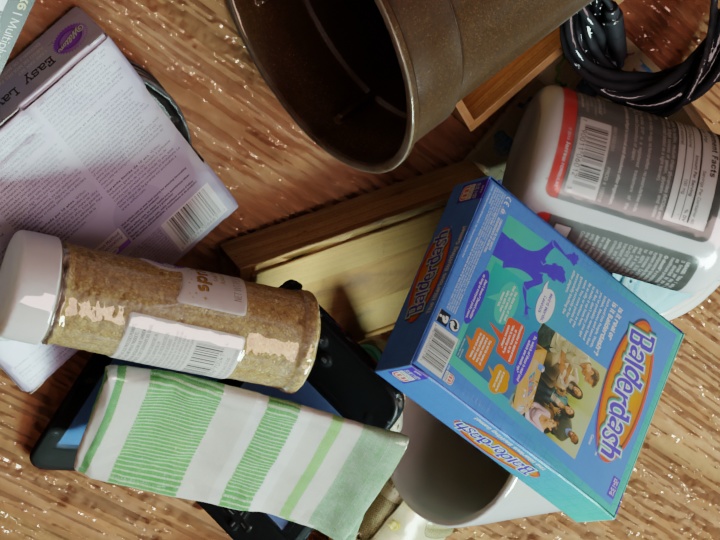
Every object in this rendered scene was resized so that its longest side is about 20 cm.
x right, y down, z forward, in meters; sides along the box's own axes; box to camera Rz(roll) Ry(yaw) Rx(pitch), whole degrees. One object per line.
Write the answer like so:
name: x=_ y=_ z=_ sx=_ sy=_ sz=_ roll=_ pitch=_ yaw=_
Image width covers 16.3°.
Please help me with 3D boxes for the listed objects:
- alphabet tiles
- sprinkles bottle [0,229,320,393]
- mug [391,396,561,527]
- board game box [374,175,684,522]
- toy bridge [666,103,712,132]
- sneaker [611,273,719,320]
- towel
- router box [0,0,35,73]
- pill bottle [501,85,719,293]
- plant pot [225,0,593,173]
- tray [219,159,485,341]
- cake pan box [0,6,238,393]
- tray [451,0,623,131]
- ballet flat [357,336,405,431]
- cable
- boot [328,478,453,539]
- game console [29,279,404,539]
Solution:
alphabet tiles: x=0.150 y=-0.078 z=1.859 sx=0.200 sy=0.006 sz=0.166 roll=-50 pitch=135 yaw=4
sprinkles bottle: x=-0.127 y=0.027 z=1.575 sx=0.199 sy=0.068 sz=0.069 roll=12 pitch=114 yaw=-18
mug: x=0.131 y=0.105 z=1.822 sx=0.152 sy=0.150 sz=0.186 roll=8 pitch=145 yaw=-42
board game box: x=0.118 y=0.055 z=1.708 sx=0.200 sy=0.045 sz=0.153 roll=38 pitch=62 yaw=-25
toy bridge: x=0.241 y=-0.109 z=1.849 sx=0.027 sy=0.067 sz=0.200 roll=21 pitch=120 yaw=-43
sneaker: x=0.211 y=0.000 z=1.898 sx=0.200 sy=0.074 sz=0.082 roll=-37 pitch=154 yaw=-9
towel: x=-0.082 y=0.121 z=1.651 sx=0.199 sy=0.024 sz=0.153 roll=16 pitch=147 yaw=-7
router box: x=-0.267 y=-0.174 z=1.457 sx=0.157 sy=0.052 sz=0.201 roll=15 pitch=110 yaw=-42
pill bottle: x=0.206 y=-0.050 z=1.776 sx=0.199 sy=0.116 sz=0.117 roll=16 pitch=113 yaw=-7
plant pot: x=0.043 y=-0.197 z=1.581 sx=0.198 sy=0.200 sz=0.201 roll=-33 pitch=134 yaw=-24
tray: x=0.000 y=0.000 z=1.775 sx=0.199 sy=0.037 sz=0.099 roll=-20 pitch=130 yaw=-22
cake pan box: x=-0.194 y=-0.045 z=1.602 sx=0.200 sy=0.052 sz=0.184 roll=-42 pitch=137 yaw=-3
tray: x=0.124 y=-0.198 z=1.735 sx=0.200 sy=0.037 sz=0.099 roll=-40 pitch=135 yaw=-5
ballet flat: x=-0.005 y=0.111 z=1.807 sx=0.062 sy=0.068 sz=0.200 roll=1 pitch=146 yaw=-31
cable: x=0.212 y=-0.191 z=1.743 sx=0.162 sy=0.051 sz=0.201 roll=-10 pitch=126 yaw=-31
boot: x=-0.015 y=0.214 z=1.893 sx=0.199 sy=0.073 sz=0.156 roll=16 pitch=112 yaw=-44
game console: x=-0.098 y=0.109 z=1.696 sx=0.119 sy=0.172 sz=0.200 roll=-32 pitch=163 yaw=-51
